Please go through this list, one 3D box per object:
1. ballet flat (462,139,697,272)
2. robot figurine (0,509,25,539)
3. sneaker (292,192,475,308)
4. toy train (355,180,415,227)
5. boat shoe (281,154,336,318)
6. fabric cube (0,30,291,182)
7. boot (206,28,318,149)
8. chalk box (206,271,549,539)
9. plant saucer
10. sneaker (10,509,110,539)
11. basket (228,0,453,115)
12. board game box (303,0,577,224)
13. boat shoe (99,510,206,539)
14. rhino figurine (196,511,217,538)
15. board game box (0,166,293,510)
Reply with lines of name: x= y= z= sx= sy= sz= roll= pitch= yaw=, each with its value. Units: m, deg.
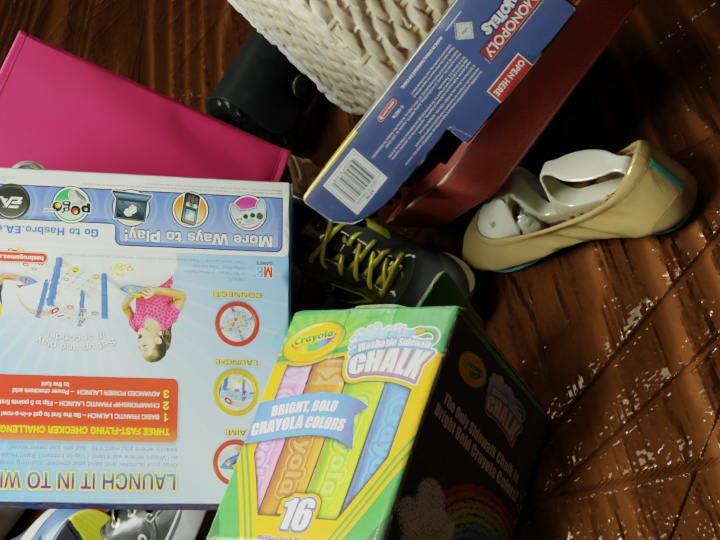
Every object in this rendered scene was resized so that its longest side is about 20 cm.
ballet flat: x=0.125 y=-0.047 z=1.021 sx=0.199 sy=0.063 sz=0.069 roll=-14 pitch=45 yaw=47
robot figurine: x=-0.358 y=0.207 z=1.358 sx=0.201 sy=0.113 sz=0.169 roll=-54 pitch=19 yaw=-7
sneaker: x=0.000 y=0.000 z=1.104 sx=0.199 sy=0.084 sz=0.075 roll=23 pitch=86 yaw=54
toy train: x=0.016 y=-0.073 z=1.142 sx=0.034 sy=0.046 sz=0.200 roll=-54 pitch=-5 yaw=21
boat shoe: x=-0.062 y=-0.018 z=1.239 sx=0.075 sy=0.072 sz=0.201 roll=-34 pitch=33 yaw=26
fabric cube: x=-0.186 y=-0.010 z=1.102 sx=0.200 sy=0.197 sz=0.198 roll=136 pitch=156 yaw=-70
boot: x=-0.072 y=-0.198 z=1.348 sx=0.076 sy=0.201 sz=0.169 roll=19 pitch=64 yaw=26
chalk box: x=0.020 y=0.099 z=0.920 sx=0.123 sy=0.125 sz=0.202 roll=-3 pitch=52 yaw=36
plant saucer: x=0.105 y=-0.111 z=1.076 sx=0.200 sy=0.037 sz=0.200 roll=-52 pitch=4 yaw=-11
sneaker: x=-0.261 y=0.260 z=1.211 sx=0.200 sy=0.074 sz=0.082 roll=-48 pitch=27 yaw=-10
basket: x=0.023 y=-0.239 z=1.253 sx=0.199 sy=0.200 sz=0.160 roll=-53 pitch=35 yaw=-4
board game box: x=0.064 y=-0.130 z=1.022 sx=0.200 sy=0.061 sz=0.200 roll=-50 pitch=3 yaw=24
boat shoe: x=-0.155 y=0.185 z=1.100 sx=0.201 sy=0.056 sz=0.069 roll=-61 pitch=19 yaw=18
rhino figurine: x=-0.063 y=0.148 z=1.069 sx=0.199 sy=0.059 sz=0.088 roll=-17 pitch=48 yaw=56
board game box: x=-0.141 y=0.044 z=0.962 sx=0.056 sy=0.197 sz=0.199 roll=135 pitch=137 yaw=-73
